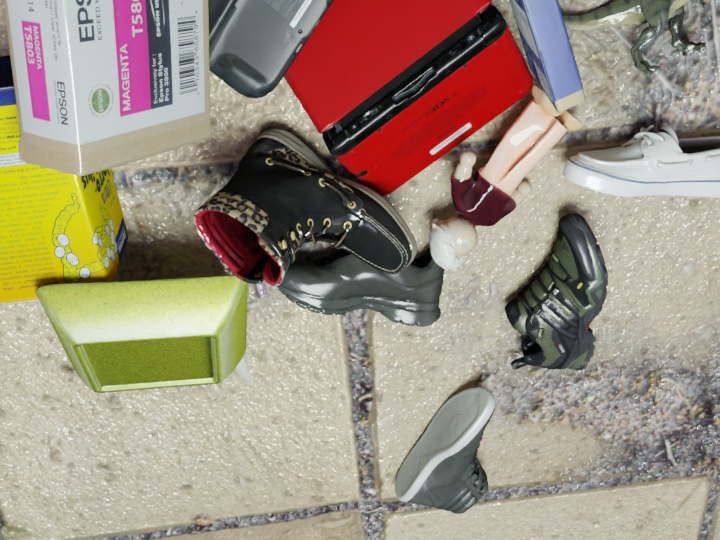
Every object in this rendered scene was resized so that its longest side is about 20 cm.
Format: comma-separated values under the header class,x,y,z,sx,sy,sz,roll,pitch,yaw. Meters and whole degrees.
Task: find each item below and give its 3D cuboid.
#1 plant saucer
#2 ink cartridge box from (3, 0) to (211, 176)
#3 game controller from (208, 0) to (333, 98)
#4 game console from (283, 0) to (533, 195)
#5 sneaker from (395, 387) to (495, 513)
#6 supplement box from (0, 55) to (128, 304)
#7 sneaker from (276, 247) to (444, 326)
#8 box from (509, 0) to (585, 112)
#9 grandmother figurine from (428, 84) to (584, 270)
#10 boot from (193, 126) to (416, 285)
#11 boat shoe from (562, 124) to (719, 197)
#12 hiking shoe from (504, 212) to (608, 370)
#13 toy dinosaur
class,x,y,z,sx,sy,sz,roll,pitch,yaw
plant saucer,-0.213,0.076,0.820,0.194,0.049,0.201,-3,153,-10
ink cartridge box,-0.201,-0.197,0.653,0.074,0.164,0.205,15,117,26
game controller,-0.078,-0.256,0.714,0.103,0.042,0.201,32,112,-17
game console,0.042,-0.199,0.776,0.198,0.120,0.172,-34,149,14
sneaker,0.132,0.228,1.000,0.097,0.071,0.202,22,121,-19
supplement box,-0.300,-0.088,0.750,0.106,0.110,0.204,-6,121,-2
sneaker,0.000,0.000,0.862,0.195,0.076,0.093,6,110,-17
box,0.143,-0.252,0.695,0.032,0.122,0.202,-21,120,12
grandmother figurine,0.135,-0.087,0.811,0.120,0.061,0.202,24,110,-35
boot,-0.050,-0.036,0.752,0.199,0.151,0.073,40,131,-3
boat shoe,0.303,-0.117,0.825,0.195,0.074,0.067,-2,116,-17
hiking shoe,0.214,0.034,0.891,0.098,0.076,0.204,-8,121,-5
toy dinosaur,0.285,-0.241,0.762,0.196,0.048,0.090,-22,105,7
